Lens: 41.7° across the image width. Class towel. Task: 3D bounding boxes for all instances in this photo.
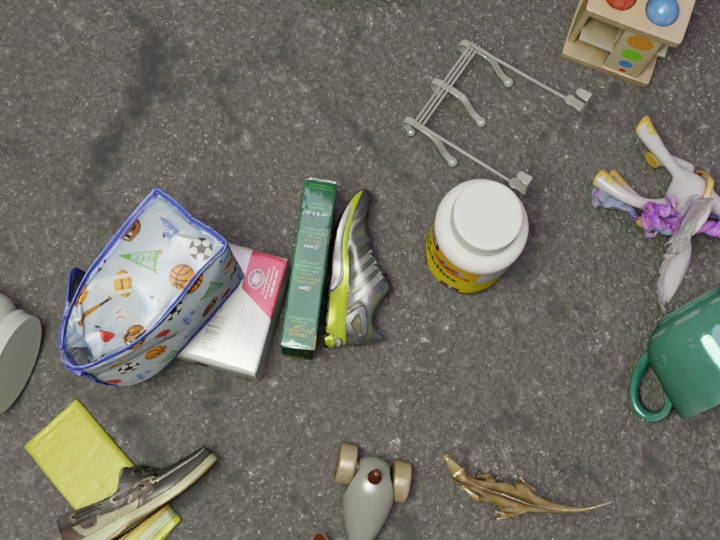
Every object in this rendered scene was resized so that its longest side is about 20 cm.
[{"bbox_3d":[-0.312,0.259,1.146,0.086,0.018,0.200,-41,82,-14],"label":"towel"}]

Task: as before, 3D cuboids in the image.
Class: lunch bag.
[{"bbox_3d":[-0.234,0.033,1.027,0.123,0.170,0.201,35,81,9],"label":"lunch bag"}]

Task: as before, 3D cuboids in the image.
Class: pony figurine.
[{"bbox_3d":[0.390,-0.074,1.173,0.199,0.167,0.193,36,72,21],"label":"pony figurine"}]

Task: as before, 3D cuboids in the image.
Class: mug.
[{"bbox_3d":[0.407,0.097,1.125,0.183,0.152,0.115,-27,77,-6],"label":"mug"}]

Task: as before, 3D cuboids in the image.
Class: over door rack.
[{"bbox_3d":[0.173,-0.193,1.211,0.199,0.067,0.148,31,79,26],"label":"over door rack"}]

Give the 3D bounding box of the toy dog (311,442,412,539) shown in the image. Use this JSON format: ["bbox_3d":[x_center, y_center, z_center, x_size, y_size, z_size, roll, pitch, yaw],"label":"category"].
[{"bbox_3d":[0.006,0.300,1.103,0.130,0.096,0.203,-8,79,-3],"label":"toy dog"}]

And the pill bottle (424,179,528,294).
[{"bbox_3d":[0.136,-0.040,1.121,0.108,0.200,0.111,0,78,-1],"label":"pill bottle"}]

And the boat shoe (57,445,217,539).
[{"bbox_3d":[-0.262,0.259,1.104,0.200,0.072,0.066,-35,85,-8],"label":"boat shoe"}]

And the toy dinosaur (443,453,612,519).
[{"bbox_3d":[0.184,0.269,1.111,0.197,0.101,0.059,16,78,2],"label":"toy dinosaur"}]

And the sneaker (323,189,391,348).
[{"bbox_3d":[0.000,0.000,1.182,0.080,0.074,0.203,7,86,-7],"label":"sneaker"}]

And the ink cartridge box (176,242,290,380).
[{"bbox_3d":[-0.199,0.037,1.156,0.197,0.083,0.147,15,79,2],"label":"ink cartridge box"}]

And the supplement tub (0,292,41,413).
[{"bbox_3d":[-0.495,0.077,1.110,0.198,0.145,0.147,20,79,3],"label":"supplement tub"}]

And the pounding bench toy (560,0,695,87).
[{"bbox_3d":[0.361,-0.373,1.214,0.123,0.156,0.202,21,79,3],"label":"pounding bench toy"}]

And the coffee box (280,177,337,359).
[{"bbox_3d":[-0.063,0.003,1.149,0.043,0.123,0.203,8,77,-3],"label":"coffee box"}]
